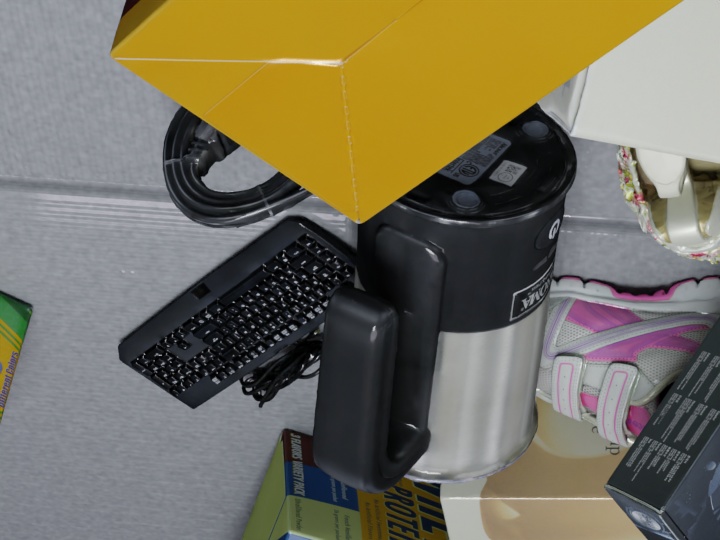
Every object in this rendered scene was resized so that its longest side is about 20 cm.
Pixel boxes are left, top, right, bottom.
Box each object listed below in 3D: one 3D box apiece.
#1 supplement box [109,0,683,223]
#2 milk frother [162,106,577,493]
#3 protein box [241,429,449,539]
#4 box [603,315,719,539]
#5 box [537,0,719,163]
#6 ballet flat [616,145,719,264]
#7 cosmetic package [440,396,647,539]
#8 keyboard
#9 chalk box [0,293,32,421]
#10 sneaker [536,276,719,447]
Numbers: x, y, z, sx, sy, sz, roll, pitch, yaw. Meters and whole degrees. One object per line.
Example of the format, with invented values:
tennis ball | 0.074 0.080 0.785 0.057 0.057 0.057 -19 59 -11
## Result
supplement box | 0.025 -0.169 0.706 0.132 0.201 0.197 33 135 -26
milk frother | 0.000 0.000 0.966 0.200 0.180 0.189 38 140 35
protein box | 0.010 0.250 1.214 0.198 0.135 0.200 17 112 -11
box | 0.241 0.090 1.001 0.043 0.200 0.160 22 160 48
box | 0.186 -0.105 0.783 0.198 0.128 0.110 10 104 -8
ballet flat | 0.166 -0.054 0.932 0.075 0.064 0.200 -10 138 22
cosmetic package | 0.154 0.122 1.118 0.198 0.106 0.071 -3 140 10
keyboard | -0.066 0.045 1.112 0.104 0.040 0.200 31 136 -25
chalk box | -0.331 0.059 1.106 0.199 0.126 0.124 25 138 -22
sneaker | 0.153 0.059 1.052 0.198 0.089 0.082 -6 139 16
